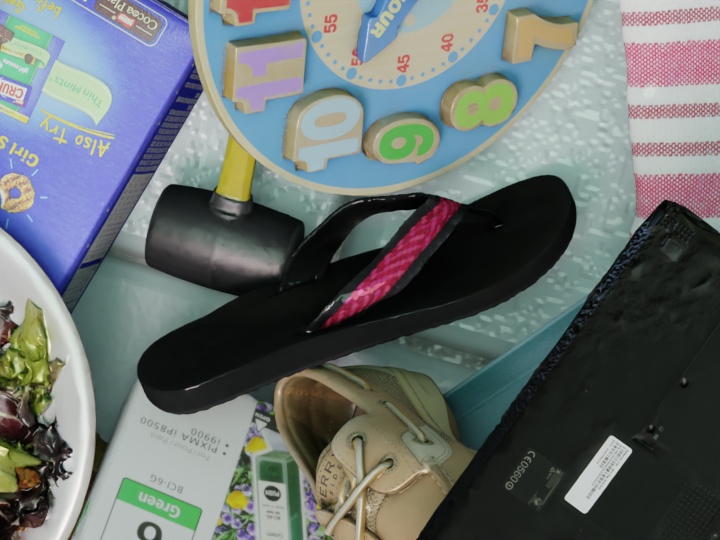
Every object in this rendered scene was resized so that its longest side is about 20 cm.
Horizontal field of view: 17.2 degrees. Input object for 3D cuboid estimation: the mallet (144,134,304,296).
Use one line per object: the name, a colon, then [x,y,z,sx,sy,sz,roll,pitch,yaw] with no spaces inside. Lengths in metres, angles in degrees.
mallet: [-0.034,-0.072,0.977,0.066,0.041,0.200,23,123,2]

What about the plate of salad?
plate of salad: [-0.207,0.061,0.961,0.200,0.048,0.200,0,93,5]

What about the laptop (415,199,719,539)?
laptop: [0.141,0.110,0.818,0.200,0.103,0.177,34,85,23]

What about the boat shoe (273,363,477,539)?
boat shoe: [0.012,0.090,0.905,0.064,0.200,0.071,14,103,-20]

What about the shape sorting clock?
shape sorting clock: [0.021,-0.121,0.938,0.200,0.039,0.200,-16,123,-25]

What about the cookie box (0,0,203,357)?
cookie box: [-0.180,-0.056,1.014,0.171,0.075,0.200,32,94,4]

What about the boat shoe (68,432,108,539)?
boat shoe: [-0.151,0.163,1.019,0.068,0.072,0.200,21,94,6]

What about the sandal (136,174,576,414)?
sandal: [0.000,0.000,0.973,0.200,0.075,0.045,-23,114,-14]

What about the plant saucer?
plant saucer: [0.050,0.072,0.943,0.019,0.200,0.070,17,61,-20]

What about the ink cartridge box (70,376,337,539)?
ink cartridge box: [-0.069,0.140,0.952,0.109,0.050,0.200,24,49,-8]

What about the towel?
towel: [0.158,-0.100,0.921,0.146,0.030,0.200,-1,94,44]
